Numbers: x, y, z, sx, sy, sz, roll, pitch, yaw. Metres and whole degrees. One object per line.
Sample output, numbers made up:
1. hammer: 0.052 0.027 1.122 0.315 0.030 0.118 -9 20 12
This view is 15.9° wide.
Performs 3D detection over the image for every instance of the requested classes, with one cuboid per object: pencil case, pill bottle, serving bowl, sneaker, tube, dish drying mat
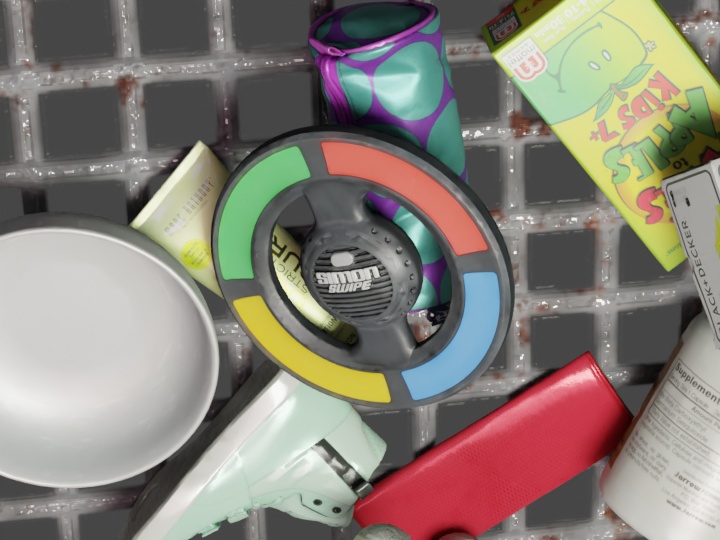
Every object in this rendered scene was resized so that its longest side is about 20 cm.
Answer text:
1. pencil case: 0.020 -0.069 1.626 0.092 0.085 0.201 -27 122 -31
2. pill bottle: 0.253 0.089 1.719 0.114 0.114 0.201 25 104 -18
3. serving bowl: -0.189 0.041 1.660 0.199 0.066 0.201 -1 122 -1
4. sneaker: -0.072 0.160 1.733 0.118 0.074 0.200 41 103 -16
5. tube: -0.056 0.008 1.678 0.200 0.058 0.052 41 139 -19
6. dish drying mat: 0.092 0.135 1.778 0.199 0.018 0.077 -33 117 10

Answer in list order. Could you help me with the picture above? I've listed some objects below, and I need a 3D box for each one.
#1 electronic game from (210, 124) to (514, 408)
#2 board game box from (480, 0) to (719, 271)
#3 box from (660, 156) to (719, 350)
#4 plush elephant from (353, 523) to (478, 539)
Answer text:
1. electronic game: 0.000 0.000 1.599 0.199 0.042 0.201 12 125 17
2. board game box: 0.177 -0.106 1.651 0.101 0.048 0.200 -37 115 11
3. box: 0.299 -0.035 1.627 0.199 0.060 0.117 -17 88 -27
4. plush elephant: -0.006 0.269 1.739 0.154 0.165 0.201 -6 87 25
